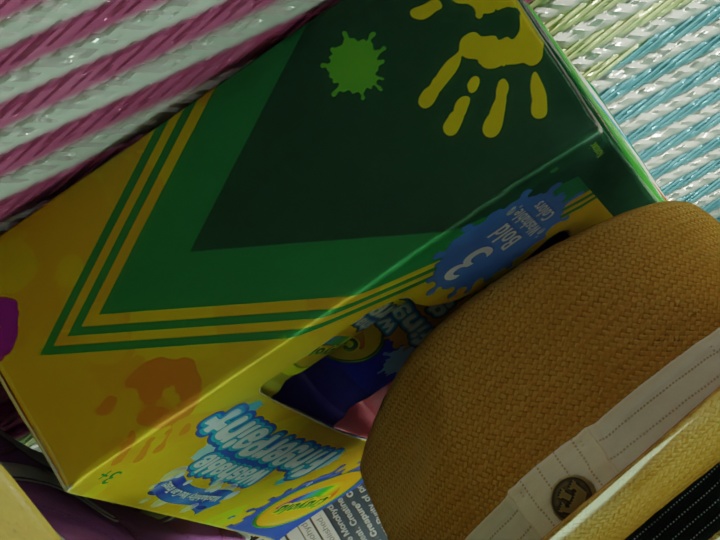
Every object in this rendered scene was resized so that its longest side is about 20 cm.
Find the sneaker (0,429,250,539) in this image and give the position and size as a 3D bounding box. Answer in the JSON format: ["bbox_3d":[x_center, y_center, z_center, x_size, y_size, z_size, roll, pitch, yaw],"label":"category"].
[{"bbox_3d":[-0.069,0.103,0.814,0.073,0.114,0.200,-57,143,4],"label":"sneaker"}]

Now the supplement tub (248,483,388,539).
[{"bbox_3d":[0.000,0.097,0.992,0.200,0.141,0.140,-30,165,-5],"label":"supplement tub"}]

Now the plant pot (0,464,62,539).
[{"bbox_3d":[-0.169,0.090,0.530,0.200,0.177,0.200,-39,153,28],"label":"plant pot"}]

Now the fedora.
[{"bbox_3d":[0.064,0.043,0.779,0.200,0.082,0.201,-35,163,-12],"label":"fedora"}]

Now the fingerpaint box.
[{"bbox_3d":[0.000,0.000,0.813,0.167,0.073,0.200,-34,165,6],"label":"fingerpaint box"}]
